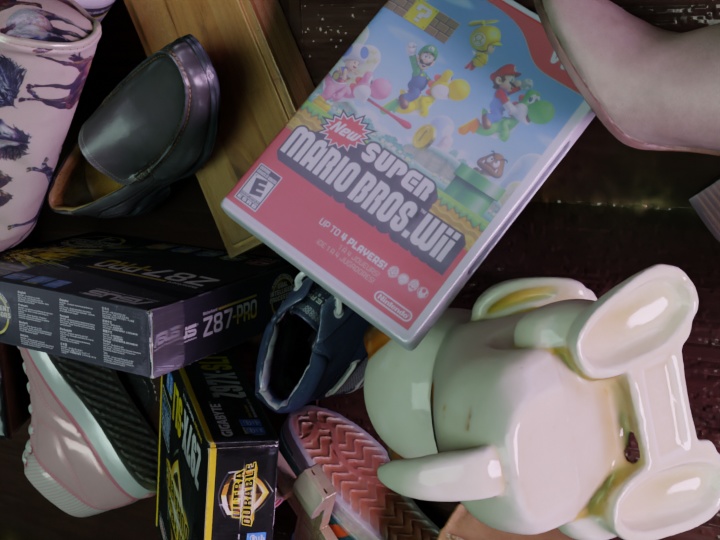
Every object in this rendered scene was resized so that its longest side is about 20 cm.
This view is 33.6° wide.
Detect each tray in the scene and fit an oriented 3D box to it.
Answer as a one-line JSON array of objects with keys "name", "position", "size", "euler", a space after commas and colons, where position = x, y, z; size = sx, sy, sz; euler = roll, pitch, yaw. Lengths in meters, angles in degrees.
[{"name": "tray", "position": [-0.084, -0.120, 0.803], "size": [0.098, 0.037, 0.202], "euler": [-23, 90, 34]}]

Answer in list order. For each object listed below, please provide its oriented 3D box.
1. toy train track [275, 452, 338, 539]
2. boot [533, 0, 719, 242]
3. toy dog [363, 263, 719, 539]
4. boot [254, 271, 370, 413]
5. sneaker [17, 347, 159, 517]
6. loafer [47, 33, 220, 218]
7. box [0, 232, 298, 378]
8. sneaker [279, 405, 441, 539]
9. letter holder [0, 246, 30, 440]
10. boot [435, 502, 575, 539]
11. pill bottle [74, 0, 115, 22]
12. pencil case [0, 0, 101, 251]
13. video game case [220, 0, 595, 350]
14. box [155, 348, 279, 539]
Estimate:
[{"name": "toy train track", "position": [-0.047, 0.194, 0.805], "size": [0.115, 0.032, 0.201], "euler": [52, 152, 27]}, {"name": "boot", "position": [0.199, -0.103, 0.598], "size": [0.200, 0.070, 0.146], "euler": [47, 135, -6]}, {"name": "toy dog", "position": [0.078, 0.081, 0.673], "size": [0.200, 0.193, 0.141], "euler": [10, 126, 64]}, {"name": "boot", "position": [0.000, 0.000, 0.744], "size": [0.072, 0.090, 0.202], "euler": [30, 113, 23]}, {"name": "sneaker", "position": [-0.238, 0.102, 0.929], "size": [0.104, 0.075, 0.202], "euler": [-29, 90, 28]}, {"name": "loafer", "position": [-0.152, -0.084, 0.794], "size": [0.073, 0.072, 0.200], "euler": [60, 144, 12]}, {"name": "box", "position": [-0.165, 0.017, 0.813], "size": [0.198, 0.161, 0.050], "euler": [9, 107, 30]}, {"name": "sneaker", "position": [0.005, 0.184, 0.802], "size": [0.200, 0.071, 0.080], "euler": [48, 127, 19]}, {"name": "letter holder", "position": [-0.322, 0.023, 0.960], "size": [0.099, 0.142, 0.202], "euler": [-4, 98, 0]}, {"name": "boot", "position": [0.119, 0.226, 0.688], "size": [0.199, 0.175, 0.067], "euler": [24, 129, 22]}, {"name": "pill bottle", "position": [-0.264, -0.169, 0.857], "size": [0.200, 0.112, 0.112], "euler": [-44, 78, 31]}, {"name": "pencil case", "position": [-0.240, -0.098, 0.794], "size": [0.089, 0.078, 0.201], "euler": [18, 130, -16]}, {"name": "video game case", "position": [0.034, -0.073, 0.680], "size": [0.142, 0.017, 0.201], "euler": [35, 80, 21]}, {"name": "box", "position": [-0.101, 0.147, 0.802], "size": [0.200, 0.049, 0.162], "euler": [-133, 47, -66]}]
